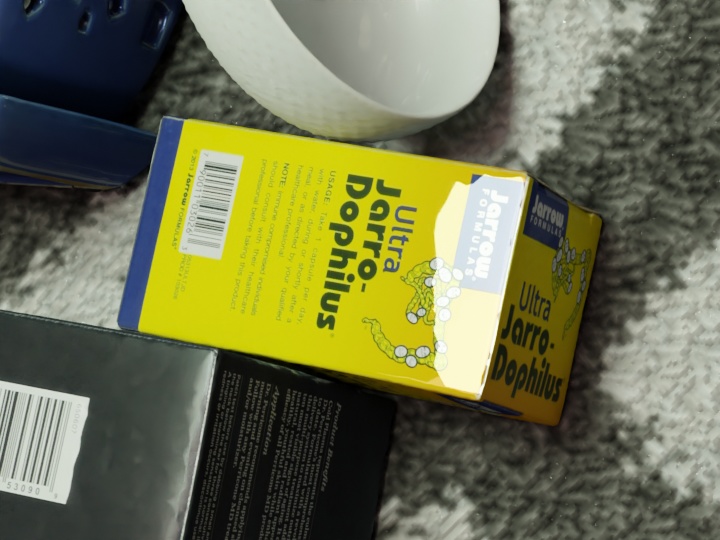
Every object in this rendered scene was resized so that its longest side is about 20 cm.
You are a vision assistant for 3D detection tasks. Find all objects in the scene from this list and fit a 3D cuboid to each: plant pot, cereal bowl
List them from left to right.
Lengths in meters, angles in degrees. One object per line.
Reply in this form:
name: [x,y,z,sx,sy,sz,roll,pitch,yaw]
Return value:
plant pot: [-0.211,-0.139,1.390,0.199,0.200,0.181,4,88,25]
cereal bowl: [-0.025,-0.151,1.308,0.083,0.199,0.201,-23,71,36]

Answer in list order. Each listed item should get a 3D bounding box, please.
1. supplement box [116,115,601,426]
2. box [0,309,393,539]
supplement box: [0.000,0.000,1.310,0.199,0.109,0.110,10,85,26]
box: [-0.119,0.093,1.299,0.199,0.196,0.125,9,83,26]
